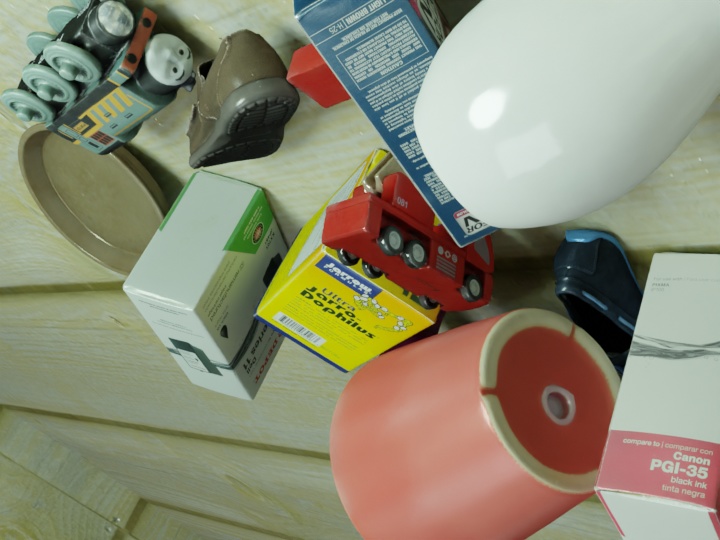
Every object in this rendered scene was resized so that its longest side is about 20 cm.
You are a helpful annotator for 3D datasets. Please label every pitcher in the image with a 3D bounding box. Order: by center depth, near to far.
[{"bbox_3d":[0.110,-0.126,0.464,0.200,0.121,0.172,-36,101,28],"label":"pitcher"}]

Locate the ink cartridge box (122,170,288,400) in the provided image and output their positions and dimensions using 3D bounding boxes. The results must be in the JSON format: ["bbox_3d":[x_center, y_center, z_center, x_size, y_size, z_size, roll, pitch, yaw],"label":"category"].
[{"bbox_3d":[-0.138,0.021,0.969,0.083,0.147,0.200,15,153,20],"label":"ink cartridge box"}]

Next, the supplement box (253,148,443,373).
[{"bbox_3d":[0.000,0.000,0.838,0.109,0.109,0.200,32,154,-10],"label":"supplement box"}]

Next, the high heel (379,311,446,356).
[{"bbox_3d":[0.099,0.108,0.958,0.067,0.096,0.200,-5,140,47],"label":"high heel"}]

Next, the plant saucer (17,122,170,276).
[{"bbox_3d":[-0.274,-0.076,1.007,0.200,0.029,0.200,22,141,19],"label":"plant saucer"}]

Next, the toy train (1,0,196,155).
[{"bbox_3d":[-0.216,-0.161,0.791,0.114,0.085,0.200,27,155,-30],"label":"toy train"}]

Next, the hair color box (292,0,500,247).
[{"bbox_3d":[0.035,-0.118,0.588,0.060,0.100,0.200,-26,131,17],"label":"hair color box"}]

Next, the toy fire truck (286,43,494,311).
[{"bbox_3d":[0.027,-0.065,0.694,0.049,0.141,0.200,-13,149,43],"label":"toy fire truck"}]

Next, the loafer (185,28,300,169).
[{"bbox_3d":[-0.096,-0.133,0.753,0.073,0.071,0.200,-13,175,-24],"label":"loafer"}]

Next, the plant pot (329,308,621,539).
[{"bbox_3d":[0.101,0.128,0.757,0.200,0.201,0.177,34,142,-14],"label":"plant pot"}]

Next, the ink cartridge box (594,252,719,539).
[{"bbox_3d":[0.248,0.106,0.697,0.083,0.200,0.147,3,145,34],"label":"ink cartridge box"}]

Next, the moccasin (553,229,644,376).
[{"bbox_3d":[0.200,0.049,0.785,0.080,0.068,0.200,-1,142,45],"label":"moccasin"}]
